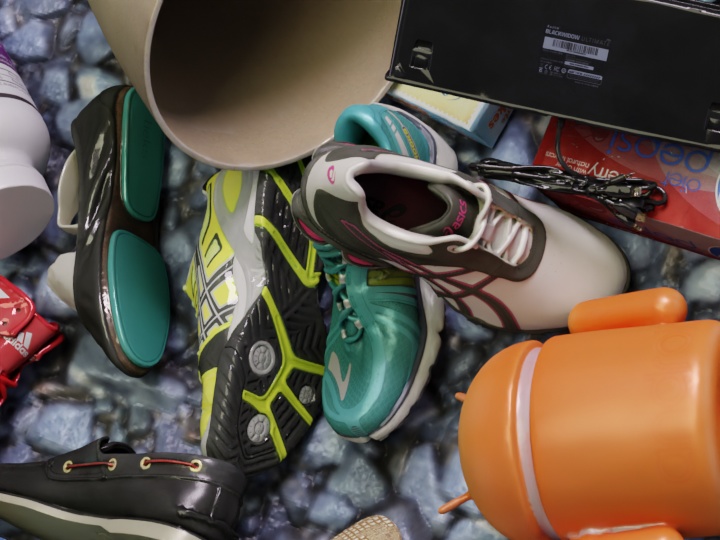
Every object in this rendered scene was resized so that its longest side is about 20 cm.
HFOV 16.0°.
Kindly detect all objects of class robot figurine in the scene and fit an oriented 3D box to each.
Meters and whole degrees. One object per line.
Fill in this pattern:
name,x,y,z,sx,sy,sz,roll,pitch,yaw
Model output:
robot figurine,0.139,0.087,1.361,0.200,0.117,0.144,-7,94,22

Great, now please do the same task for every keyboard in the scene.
keyboard,0.112,-0.095,1.380,0.200,0.021,0.127,13,99,11

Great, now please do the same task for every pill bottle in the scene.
pill bottle,-0.268,-0.103,1.615,0.112,0.112,0.200,-36,62,11

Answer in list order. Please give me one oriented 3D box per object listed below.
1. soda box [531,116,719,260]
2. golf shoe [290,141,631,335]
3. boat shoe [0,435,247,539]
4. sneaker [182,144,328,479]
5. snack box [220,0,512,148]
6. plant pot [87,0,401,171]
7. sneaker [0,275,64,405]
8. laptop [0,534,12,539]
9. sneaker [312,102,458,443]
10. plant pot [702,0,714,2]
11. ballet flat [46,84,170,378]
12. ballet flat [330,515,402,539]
soda box,0.197,-0.044,1.405,0.200,0.063,0.070,19,84,30
golf shoe,0.061,-0.015,1.401,0.200,0.088,0.077,17,83,-13
boat shoe,-0.147,0.133,1.497,0.201,0.074,0.063,2,63,42
sneaker,-0.066,0.028,1.512,0.076,0.075,0.200,-8,66,45
snack box,0.023,-0.166,1.541,0.200,0.037,0.116,29,89,30
plant pot,-0.092,-0.188,1.495,0.187,0.187,0.200,-50,48,3
sneaker,-0.239,0.071,1.544,0.115,0.078,0.200,-26,46,11
laptop,-0.207,0.260,1.462,0.200,0.116,0.187,26,86,27
sneaker,0.000,0.000,1.470,0.077,0.080,0.200,-8,69,37
plant pot,0.134,-0.272,1.443,0.200,0.200,0.188,-39,48,9
ballet flat,-0.153,-0.019,1.566,0.068,0.068,0.200,-18,56,29
ballet flat,-0.048,0.217,1.428,0.070,0.065,0.200,25,83,55
